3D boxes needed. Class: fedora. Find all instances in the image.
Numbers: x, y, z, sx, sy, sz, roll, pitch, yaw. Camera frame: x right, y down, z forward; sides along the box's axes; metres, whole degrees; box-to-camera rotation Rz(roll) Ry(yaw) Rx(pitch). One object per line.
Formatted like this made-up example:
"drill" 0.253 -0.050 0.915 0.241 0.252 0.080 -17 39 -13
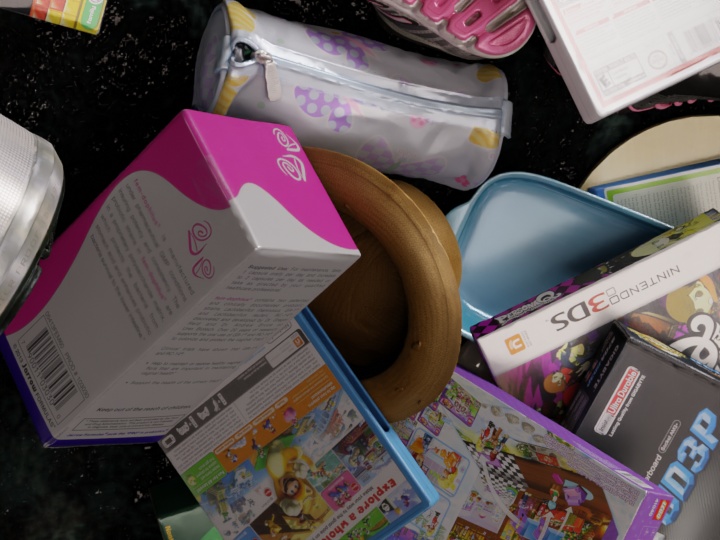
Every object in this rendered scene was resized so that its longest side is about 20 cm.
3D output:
"fedora" 0.000 0.000 1.194 0.082 0.200 0.202 -31 119 -42

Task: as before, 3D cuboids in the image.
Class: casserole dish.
"casserole dish" 0.141 0.006 1.262 0.199 0.039 0.122 20 104 -9

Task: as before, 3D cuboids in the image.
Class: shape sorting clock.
"shape sorting clock" 0.230 -0.008 1.302 0.199 0.039 0.201 -1 106 -2

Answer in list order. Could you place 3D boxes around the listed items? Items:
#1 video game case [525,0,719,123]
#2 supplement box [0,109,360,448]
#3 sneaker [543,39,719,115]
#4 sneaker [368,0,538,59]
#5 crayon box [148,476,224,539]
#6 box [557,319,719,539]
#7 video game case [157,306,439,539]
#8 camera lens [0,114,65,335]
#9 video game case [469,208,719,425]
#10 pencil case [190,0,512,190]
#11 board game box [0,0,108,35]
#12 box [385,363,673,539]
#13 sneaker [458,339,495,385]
"video game case" 0.146 -0.203 1.155 0.143 0.017 0.201 -26 90 -32
"supplement box" -0.113 0.008 1.127 0.200 0.102 0.103 -42 154 29
"sneaker" 0.207 -0.138 1.245 0.199 0.079 0.096 19 123 -18
"sneaker" 0.016 -0.190 1.168 0.199 0.087 0.074 33 82 0
"crayon box" -0.034 0.216 1.299 0.172 0.058 0.201 -18 111 -8
"box" 0.187 0.155 1.215 0.158 0.046 0.201 27 100 -9
"video game case" -0.060 0.098 1.196 0.143 0.018 0.200 -37 85 27
"camera lens" -0.283 -0.043 1.090 0.199 0.160 0.160 32 98 -22
"video game case" 0.193 0.088 1.243 0.180 0.036 0.201 -25 104 1
"pencil case" -0.007 -0.108 1.180 0.199 0.091 0.084 12 65 -20
"board game box" -0.205 -0.255 1.096 0.164 0.057 0.201 12 105 -19
"box" 0.081 0.151 1.181 0.039 0.200 0.137 17 102 -52
"sneaker" 0.152 0.103 1.299 0.199 0.081 0.077 28 101 -20
